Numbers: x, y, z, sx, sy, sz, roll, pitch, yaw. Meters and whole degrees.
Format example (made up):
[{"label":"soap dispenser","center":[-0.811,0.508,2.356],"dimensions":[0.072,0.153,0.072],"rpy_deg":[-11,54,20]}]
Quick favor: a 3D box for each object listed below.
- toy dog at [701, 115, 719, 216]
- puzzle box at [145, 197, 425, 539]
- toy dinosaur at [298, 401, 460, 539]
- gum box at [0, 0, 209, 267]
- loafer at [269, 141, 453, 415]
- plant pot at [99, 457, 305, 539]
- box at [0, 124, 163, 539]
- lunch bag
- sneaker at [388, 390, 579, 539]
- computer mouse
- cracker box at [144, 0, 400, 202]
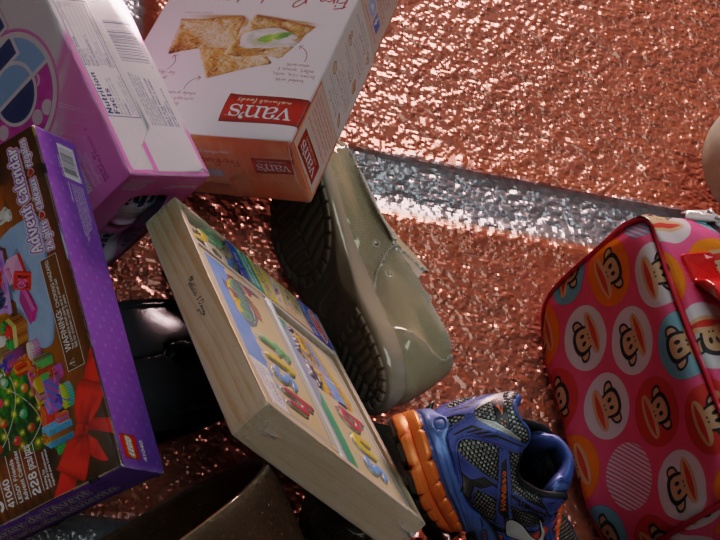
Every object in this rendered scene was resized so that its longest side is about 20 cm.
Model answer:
[{"label":"toy dog","center":[0.299,-0.030,1.093],"dimensions":[0.194,0.140,0.200],"rpy_deg":[-4,58,15]},{"label":"puzzle box","center":[-0.043,0.052,0.822],"dimensions":[0.133,0.025,0.200],"rpy_deg":[42,10,-37]},{"label":"toy dinosaur","center":[0.003,0.134,0.876],"dimensions":[0.102,0.077,0.200],"rpy_deg":[42,56,-14]},{"label":"gum box","center":[-0.179,-0.097,0.896],"dimensions":[0.066,0.113,0.200],"rpy_deg":[-3,60,-52]},{"label":"loafer","center":[0.000,0.000,0.959],"dimensions":[0.068,0.076,0.200],"rpy_deg":[0,59,-35]},{"label":"plant pot","center":[-0.073,0.225,0.737],"dimensions":[0.187,0.187,0.200],"rpy_deg":[-32,92,-35]},{"label":"box","center":[-0.192,0.041,0.807],"dimensions":[0.039,0.137,0.200],"rpy_deg":[26,40,-59]},{"label":"lunch bag","center":[0.195,0.067,0.942],"dimensions":[0.082,0.176,0.200],"rpy_deg":[-1,62,-25]},{"label":"sneaker","center":[0.091,0.130,0.868],"dimensions":[0.200,0.078,0.075],"rpy_deg":[47,23,-52]},{"label":"computer mouse","center":[-0.132,0.053,0.876],"dimensions":[0.200,0.053,0.139],"rpy_deg":[-24,74,-34]},{"label":"cracker box","center":[-0.066,-0.138,0.979],"dimensions":[0.134,0.058,0.200],"rpy_deg":[6,51,20]}]
